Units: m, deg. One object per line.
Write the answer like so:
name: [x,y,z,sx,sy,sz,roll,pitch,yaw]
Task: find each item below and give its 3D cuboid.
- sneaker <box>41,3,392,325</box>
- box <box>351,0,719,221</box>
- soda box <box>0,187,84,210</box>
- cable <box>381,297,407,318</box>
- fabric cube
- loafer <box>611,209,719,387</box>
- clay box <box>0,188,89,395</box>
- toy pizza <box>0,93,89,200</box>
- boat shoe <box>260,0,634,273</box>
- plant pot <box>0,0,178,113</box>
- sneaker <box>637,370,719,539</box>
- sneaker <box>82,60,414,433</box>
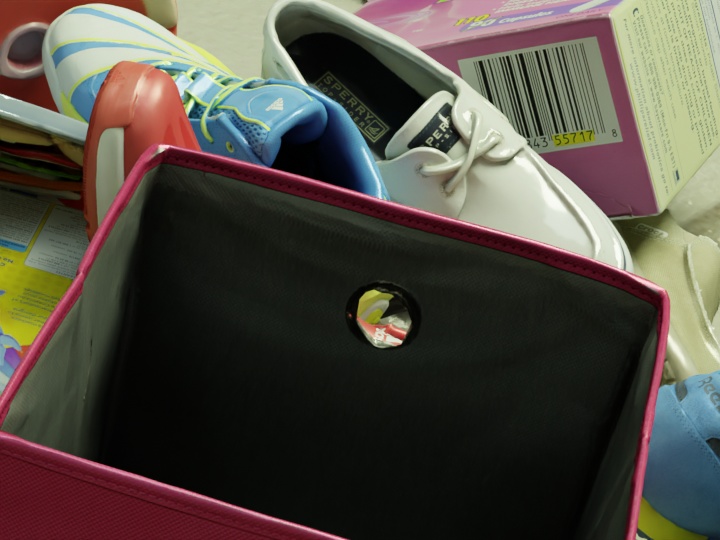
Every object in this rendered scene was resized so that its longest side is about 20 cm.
sneaker: [-0.053,-0.064,1.089,0.200,0.105,0.076,42,57,14]
box: [0.082,-0.093,1.241,0.176,0.097,0.200,-8,17,28]
soda box: [-0.141,0.012,1.094,0.063,0.070,0.200,15,32,4]
cable: [0.000,0.000,1.131,0.200,0.050,0.097,-8,33,19]
fabric cube: [-0.020,0.107,0.872,0.196,0.199,0.200,15,32,4]
loafer: [0.139,0.015,1.194,0.068,0.076,0.200,-2,34,-13]
clay box: [-0.160,0.040,0.939,0.115,0.048,0.200,15,37,2]
toy pizza: [-0.178,-0.058,1.033,0.200,0.032,0.200,16,-3,1]
boat shoe: [0.034,-0.050,1.100,0.072,0.066,0.200,-41,66,-11]
plant pot: [-0.185,-0.145,1.210,0.200,0.201,0.177,-7,41,-30]
sneaker: [0.171,0.076,1.055,0.200,0.078,0.066,13,39,-58]
sneaker: [-0.029,0.005,0.977,0.115,0.200,0.078,-2,40,16]
